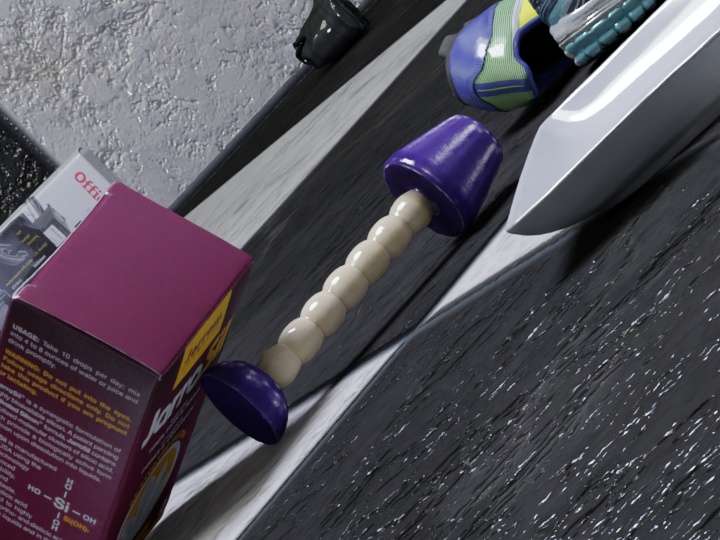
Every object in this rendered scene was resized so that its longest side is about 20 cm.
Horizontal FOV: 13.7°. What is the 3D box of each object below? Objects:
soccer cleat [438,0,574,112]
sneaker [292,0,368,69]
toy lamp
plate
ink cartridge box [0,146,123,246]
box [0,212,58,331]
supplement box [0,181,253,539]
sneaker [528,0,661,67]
[{"bbox_3d":[0.130,-0.157,1.767,0.084,0.065,0.200,8,42,44],"label":"soccer cleat"},{"bbox_3d":[-0.043,-0.289,3.605,0.091,0.076,0.200,-51,3,8],"label":"sneaker"},{"bbox_3d":[0.000,0.000,1.532,0.200,0.058,0.058,-47,7,-20],"label":"toy lamp"},{"bbox_3d":[0.149,-0.098,1.301,0.200,0.032,0.200,-44,7,16],"label":"plate"},{"bbox_3d":[-0.337,-0.022,3.428,0.200,0.145,0.083,-45,5,3],"label":"ink cartridge box"},{"bbox_3d":[-0.290,0.079,2.434,0.200,0.158,0.050,-48,7,-20],"label":"box"},{"bbox_3d":[-0.136,0.072,1.524,0.110,0.085,0.200,-53,-12,-48],"label":"supplement box"},{"bbox_3d":[0.161,-0.210,1.692,0.200,0.086,0.078,-48,8,-26],"label":"sneaker"}]
